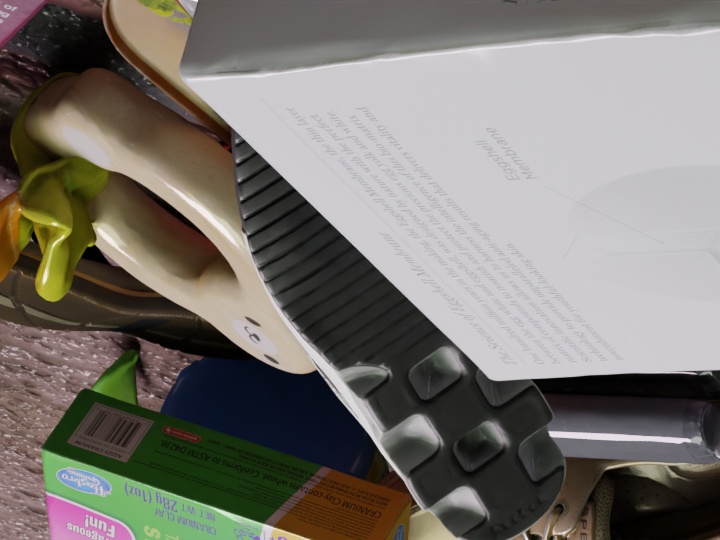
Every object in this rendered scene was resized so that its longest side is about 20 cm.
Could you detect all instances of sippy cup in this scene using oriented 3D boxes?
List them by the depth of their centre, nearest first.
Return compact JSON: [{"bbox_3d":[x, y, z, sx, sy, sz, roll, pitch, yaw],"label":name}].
[{"bbox_3d":[-0.041,0.103,1.258,0.177,0.140,0.131,3,144,2],"label":"sippy cup"}]

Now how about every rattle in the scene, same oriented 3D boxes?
[{"bbox_3d":[-0.067,0.029,1.039,0.200,0.143,0.130,45,142,-18],"label":"rattle"}]

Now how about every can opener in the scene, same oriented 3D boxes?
[{"bbox_3d":[0.133,0.057,1.103,0.199,0.053,0.066,2,155,25],"label":"can opener"}]

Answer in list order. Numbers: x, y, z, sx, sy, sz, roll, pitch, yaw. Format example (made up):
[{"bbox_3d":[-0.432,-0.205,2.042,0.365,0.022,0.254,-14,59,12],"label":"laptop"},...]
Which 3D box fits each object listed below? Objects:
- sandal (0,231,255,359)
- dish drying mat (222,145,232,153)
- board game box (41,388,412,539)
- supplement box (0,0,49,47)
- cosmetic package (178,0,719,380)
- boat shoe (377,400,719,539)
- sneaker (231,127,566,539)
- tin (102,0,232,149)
[{"bbox_3d":[-0.100,-0.004,1.149,0.199,0.055,0.082,11,166,-30],"label":"sandal"},{"bbox_3d":[0.021,-0.001,1.126,0.199,0.018,0.077,29,152,-32],"label":"dish drying mat"},{"bbox_3d":[-0.056,0.155,1.197,0.152,0.040,0.201,16,135,18],"label":"board game box"},{"bbox_3d":[-0.135,-0.123,0.835,0.085,0.111,0.200,24,154,-21],"label":"supplement box"},{"bbox_3d":[0.089,-0.064,0.828,0.199,0.124,0.199,-4,150,31],"label":"cosmetic package"},{"bbox_3d":[0.089,0.096,1.155,0.199,0.065,0.072,-19,115,10],"label":"boat shoe"},{"bbox_3d":[0.000,0.000,0.966,0.201,0.074,0.089,66,171,-29],"label":"sneaker"},{"bbox_3d":[-0.007,-0.068,0.974,0.111,0.042,0.200,-9,148,33],"label":"tin"}]
